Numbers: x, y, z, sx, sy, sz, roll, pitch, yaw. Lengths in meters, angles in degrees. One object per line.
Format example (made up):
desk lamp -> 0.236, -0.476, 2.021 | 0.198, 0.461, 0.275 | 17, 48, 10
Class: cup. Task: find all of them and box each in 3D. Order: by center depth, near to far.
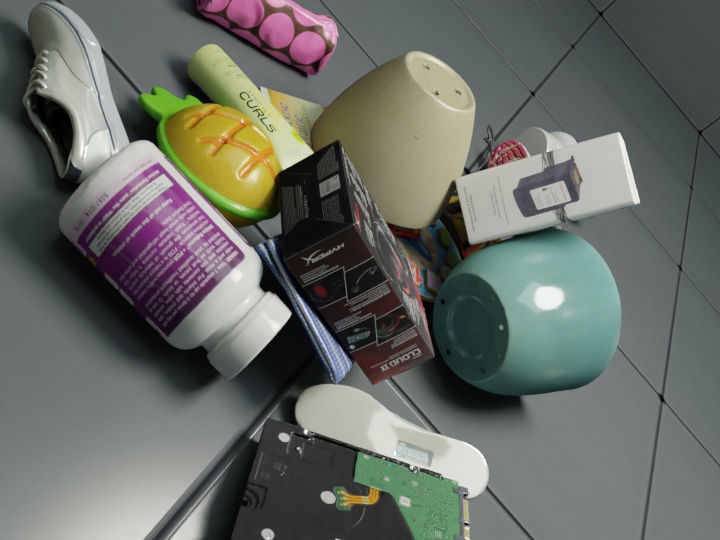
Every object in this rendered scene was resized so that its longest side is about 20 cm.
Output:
cup -> 0.058, -0.175, 0.935 | 0.197, 0.144, 0.203 | 23, 40, -20

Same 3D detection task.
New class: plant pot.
plant pot -> 0.183, 0.056, 0.925 | 0.158, 0.201, 0.204 | -6, 62, -38

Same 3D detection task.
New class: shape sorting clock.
shape sorting clock -> 0.064, -0.046, 1.009 | 0.198, 0.039, 0.203 | 28, 42, -28

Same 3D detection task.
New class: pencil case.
pencil case -> -0.120, -0.341, 1.024 | 0.197, 0.093, 0.092 | 20, 45, -36

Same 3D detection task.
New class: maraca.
maraca -> -0.153, -0.122, 0.792 | 0.136, 0.108, 0.201 | 8, 38, -52

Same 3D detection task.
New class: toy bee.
toy bee -> 0.153, -0.087, 1.109 | 0.131, 0.106, 0.204 | 51, 35, -58

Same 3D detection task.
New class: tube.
tube -> -0.120, -0.178, 0.877 | 0.058, 0.052, 0.200 | -36, 69, -16

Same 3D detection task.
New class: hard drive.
hard drive -> -0.004, 0.210, 0.643 | 0.196, 0.038, 0.141 | 18, 31, -5

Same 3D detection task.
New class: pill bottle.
pill bottle -> -0.156, -0.004, 0.676 | 0.200, 0.112, 0.112 | 46, 36, -5
pill bottle -> 0.359, -0.177, 1.370 | 0.197, 0.119, 0.122 | 19, 46, -37

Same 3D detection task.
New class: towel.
towel -> -0.041, 0.025, 0.776 | 0.147, 0.024, 0.200 | 62, 12, -2

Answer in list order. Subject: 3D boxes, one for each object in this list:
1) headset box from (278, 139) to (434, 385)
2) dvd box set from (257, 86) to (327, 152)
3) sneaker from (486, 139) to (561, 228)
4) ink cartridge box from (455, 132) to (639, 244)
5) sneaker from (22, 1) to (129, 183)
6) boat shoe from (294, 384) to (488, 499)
headset box -> 0.000, 0.000, 0.759 | 0.201, 0.074, 0.150 | 57, 14, -36
dvd box set -> -0.035, -0.151, 0.975 | 0.196, 0.030, 0.148 | 11, 46, -33
sneaker -> 0.270, -0.118, 1.270 | 0.074, 0.080, 0.204 | 8, 60, -60
ink cartridge box -> 0.232, -0.098, 0.942 | 0.144, 0.196, 0.086 | -16, 93, -68
sneaker -> -0.279, -0.171, 0.723 | 0.070, 0.073, 0.203 | -7, 65, -53
boat shoe -> 0.027, 0.171, 0.753 | 0.196, 0.069, 0.073 | 17, 65, -3
